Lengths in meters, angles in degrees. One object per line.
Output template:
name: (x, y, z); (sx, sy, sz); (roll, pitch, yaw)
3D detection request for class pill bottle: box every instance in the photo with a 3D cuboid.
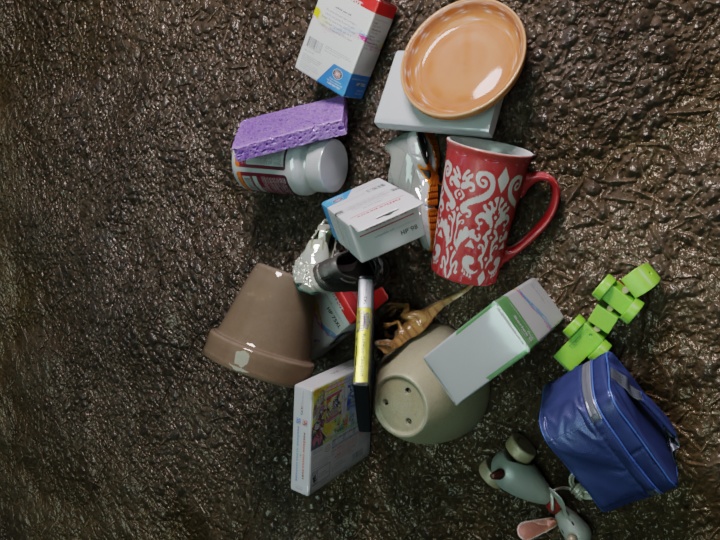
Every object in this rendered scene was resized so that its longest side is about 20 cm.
pill bottle: (-0.126, -0.192, 1.229); (0.196, 0.109, 0.112); (9, 102, 31)

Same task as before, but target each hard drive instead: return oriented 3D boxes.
hard drive: (0.128, -0.280, 1.075); (0.196, 0.026, 0.135); (11, 77, 30)

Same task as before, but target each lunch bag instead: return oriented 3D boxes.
lunch bag: (0.359, 0.228, 0.958); (0.131, 0.136, 0.201); (-35, 102, 32)

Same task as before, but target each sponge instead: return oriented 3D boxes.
sponge: (-0.118, -0.246, 1.177); (0.195, 0.113, 0.030); (-13, 125, 9)

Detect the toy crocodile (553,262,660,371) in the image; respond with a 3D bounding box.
toy crocodile: (0.356, 0.070, 1.003); (0.067, 0.061, 0.202); (41, 121, 20)

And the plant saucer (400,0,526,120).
plant saucer: (0.156, -0.315, 1.038); (0.196, 0.037, 0.205); (-10, 67, 24)

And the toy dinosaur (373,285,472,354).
toy dinosaur: (0.100, 0.080, 1.145); (0.106, 0.199, 0.061); (25, 147, 54)

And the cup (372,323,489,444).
cup: (0.098, 0.202, 1.131); (0.196, 0.142, 0.206); (5, 100, 30)

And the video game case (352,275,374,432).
video game case: (0.008, 0.139, 1.111); (0.025, 0.202, 0.184); (1, 58, 3)

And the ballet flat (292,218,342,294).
ballet flat: (-0.072, -0.034, 1.169); (0.070, 0.201, 0.073); (3, 117, 7)

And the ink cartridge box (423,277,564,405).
ink cartridge box: (0.202, 0.099, 1.017); (0.145, 0.199, 0.088); (-43, 79, 28)

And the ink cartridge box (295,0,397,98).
ink cartridge box: (-0.018, -0.408, 1.144); (0.115, 0.067, 0.203); (34, 114, 22)

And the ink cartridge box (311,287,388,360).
ink cartridge box: (-0.055, 0.064, 1.250); (0.200, 0.067, 0.117); (-42, 74, 30)

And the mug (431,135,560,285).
mug: (0.193, -0.083, 1.037); (0.175, 0.132, 0.205); (21, 111, 29)

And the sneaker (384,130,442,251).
sneaker: (0.091, -0.130, 1.134); (0.091, 0.075, 0.205); (-12, 83, 40)

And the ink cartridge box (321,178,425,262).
ink cartridge box: (0.023, -0.078, 1.083); (0.200, 0.114, 0.068); (-136, 24, -64)

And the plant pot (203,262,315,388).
plant pot: (-0.152, 0.089, 1.185); (0.197, 0.199, 0.178); (18, 87, 28)

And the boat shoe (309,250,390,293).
boat shoe: (0.000, 0.000, 1.125); (0.057, 0.198, 0.068); (-31, 77, 35)

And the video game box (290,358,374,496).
video game box: (-0.045, 0.265, 1.198); (0.046, 0.199, 0.187); (12, 103, 30)

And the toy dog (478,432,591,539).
toy dog: (0.270, 0.351, 1.073); (0.197, 0.096, 0.135); (23, 109, 27)
